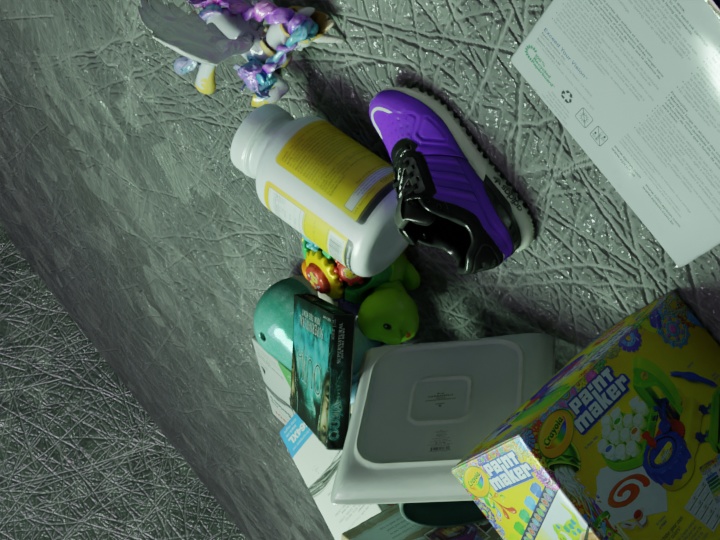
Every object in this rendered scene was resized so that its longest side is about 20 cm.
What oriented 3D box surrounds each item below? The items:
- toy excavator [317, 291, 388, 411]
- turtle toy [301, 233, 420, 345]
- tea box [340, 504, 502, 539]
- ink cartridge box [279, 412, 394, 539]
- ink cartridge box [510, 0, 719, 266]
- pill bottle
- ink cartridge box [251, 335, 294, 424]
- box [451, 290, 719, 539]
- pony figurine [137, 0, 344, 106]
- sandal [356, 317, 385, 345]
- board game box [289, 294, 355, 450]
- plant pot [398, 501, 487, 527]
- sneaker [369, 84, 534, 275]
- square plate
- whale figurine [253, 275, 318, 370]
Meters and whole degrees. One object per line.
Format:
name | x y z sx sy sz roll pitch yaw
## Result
toy excavator | -0.009 0.084 1.124 0.201 0.099 0.194 57 -166 -2
turtle toy | 0.000 0.000 1.058 0.200 0.101 0.146 44 154 24
tea box | 0.087 0.365 1.049 0.133 0.199 0.199 31 126 41
ink cartridge box | 0.007 0.261 1.173 0.145 0.084 0.201 23 -154 -46
ink cartridge box | 0.206 -0.121 0.591 0.197 0.043 0.200 53 154 8
pill bottle | -0.038 -0.091 0.974 0.199 0.112 0.112 37 151 21
ink cartridge box | -0.083 0.186 1.477 0.146 0.084 0.201 36 150 35
box | 0.217 0.160 0.726 0.193 0.199 0.122 52 151 7
pony figurine | -0.130 -0.251 0.955 0.192 0.168 0.200 27 159 -18
sandal | 0.031 0.143 1.258 0.076 0.043 0.201 29 145 45
board game box | -0.044 0.103 1.008 0.200 0.028 0.137 -165 78 -75
plant pot | 0.118 0.161 0.972 0.201 0.198 0.135 90 165 -52
sneaker | 0.061 -0.078 0.842 0.200 0.099 0.070 49 154 12
square plate | 0.079 0.127 0.862 0.198 0.199 0.029 -7 126 17
whale figurine | -0.079 0.108 1.306 0.201 0.103 0.159 61 145 14
